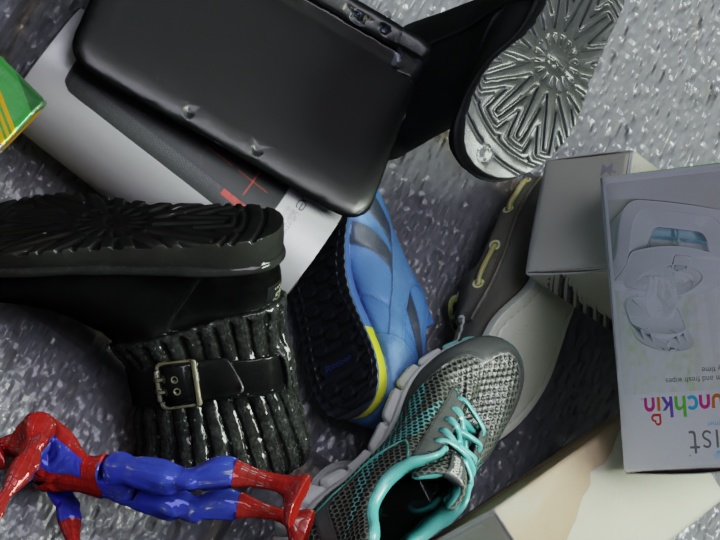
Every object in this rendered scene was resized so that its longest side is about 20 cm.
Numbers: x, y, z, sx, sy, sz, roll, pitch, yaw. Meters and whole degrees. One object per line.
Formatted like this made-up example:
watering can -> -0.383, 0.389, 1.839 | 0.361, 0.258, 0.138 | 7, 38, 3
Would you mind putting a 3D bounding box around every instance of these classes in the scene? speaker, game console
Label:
speaker -> -0.109, -0.061, 1.640 | 0.200, 0.081, 0.081 | 38, 60, -5
game console -> -0.072, -0.135, 1.675 | 0.199, 0.176, 0.117 | 30, 92, -15

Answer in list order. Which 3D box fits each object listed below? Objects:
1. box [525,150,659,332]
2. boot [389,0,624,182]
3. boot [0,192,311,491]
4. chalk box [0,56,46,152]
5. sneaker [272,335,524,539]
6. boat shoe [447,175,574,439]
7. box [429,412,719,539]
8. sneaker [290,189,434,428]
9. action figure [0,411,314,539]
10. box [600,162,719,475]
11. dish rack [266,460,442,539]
box -> 0.189, 0.002, 1.750 | 0.200, 0.068, 0.083 | 33, 62, -45
boot -> 0.057, -0.103, 1.686 | 0.066, 0.200, 0.165 | 46, 61, -19
boot -> -0.134, 0.045, 1.605 | 0.080, 0.209, 0.159 | -63, 153, -62
chalk box -> -0.298, -0.106, 1.541 | 0.200, 0.125, 0.124 | 46, 59, -9
sneaker -> 0.041, 0.114, 1.611 | 0.200, 0.091, 0.078 | -49, 112, -27
boat shoe -> 0.092, 0.023, 1.745 | 0.202, 0.060, 0.072 | -60, 139, -27
box -> 0.120, 0.154, 1.665 | 0.200, 0.095, 0.078 | -28, 86, -52
sneaker -> 0.000, 0.000, 1.708 | 0.078, 0.066, 0.201 | 7, 66, -48
action figure -> -0.135, 0.137, 1.548 | 0.199, 0.065, 0.099 | 14, 54, 14
box -> 0.237, 0.027, 1.679 | 0.199, 0.096, 0.178 | -1, 86, -52
dish rack -> 0.022, 0.224, 1.654 | 0.200, 0.043, 0.172 | 44, 58, -10
